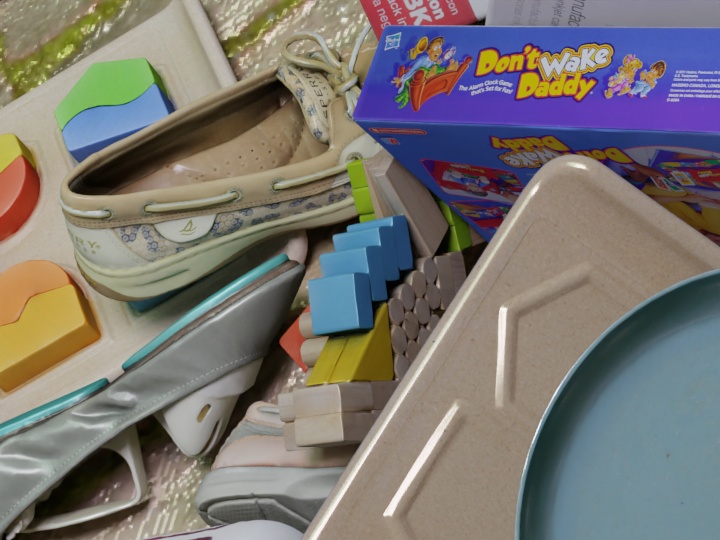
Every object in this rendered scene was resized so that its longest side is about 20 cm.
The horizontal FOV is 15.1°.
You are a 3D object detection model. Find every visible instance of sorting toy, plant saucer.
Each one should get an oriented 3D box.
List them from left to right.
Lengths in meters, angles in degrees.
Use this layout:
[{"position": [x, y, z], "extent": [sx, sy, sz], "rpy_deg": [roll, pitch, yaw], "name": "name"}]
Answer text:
[{"position": [-0.136, -0.025, 1.289], "extent": [0.200, 0.036, 0.185], "rpy_deg": [-33, 51, 10], "name": "sorting toy"}, {"position": [0.094, 0.087, 1.017], "extent": [0.200, 0.185, 0.036], "rpy_deg": [-56, 7, -7], "name": "sorting toy"}, {"position": [0.151, 0.097, 0.985], "extent": [0.199, 0.027, 0.201], "rpy_deg": [1, 86, -8], "name": "plant saucer"}]

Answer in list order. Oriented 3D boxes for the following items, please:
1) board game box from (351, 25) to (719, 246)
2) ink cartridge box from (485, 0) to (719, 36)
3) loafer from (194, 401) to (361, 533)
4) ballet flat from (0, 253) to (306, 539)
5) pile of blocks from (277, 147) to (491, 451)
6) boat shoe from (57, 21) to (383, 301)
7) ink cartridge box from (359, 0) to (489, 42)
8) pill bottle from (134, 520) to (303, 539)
[{"position": [0.116, -0.044, 1.069], "extent": [0.200, 0.134, 0.045], "rpy_deg": [5, 67, 38], "name": "board game box"}, {"position": [0.157, -0.127, 1.013], "extent": [0.199, 0.145, 0.084], "rpy_deg": [17, 65, 5], "name": "ink cartridge box"}, {"position": [0.022, 0.078, 1.118], "extent": [0.199, 0.072, 0.063], "rpy_deg": [-3, 54, 32], "name": "loafer"}, {"position": [-0.097, 0.065, 1.205], "extent": [0.200, 0.067, 0.064], "rpy_deg": [-30, 89, 13], "name": "ballet flat"}, {"position": [0.000, 0.000, 1.127], "extent": [0.062, 0.082, 0.200], "rpy_deg": [-10, 31, 33], "name": "pile of blocks"}, {"position": [-0.039, -0.056, 1.206], "extent": [0.200, 0.063, 0.073], "rpy_deg": [-31, 53, -13], "name": "boat shoe"}, {"position": [0.096, -0.180, 1.169], "extent": [0.200, 0.084, 0.144], "rpy_deg": [-21, 14, 19], "name": "ink cartridge box"}, {"position": [-0.069, 0.160, 1.094], "extent": [0.199, 0.110, 0.110], "rpy_deg": [-11, 58, 25], "name": "pill bottle"}]
